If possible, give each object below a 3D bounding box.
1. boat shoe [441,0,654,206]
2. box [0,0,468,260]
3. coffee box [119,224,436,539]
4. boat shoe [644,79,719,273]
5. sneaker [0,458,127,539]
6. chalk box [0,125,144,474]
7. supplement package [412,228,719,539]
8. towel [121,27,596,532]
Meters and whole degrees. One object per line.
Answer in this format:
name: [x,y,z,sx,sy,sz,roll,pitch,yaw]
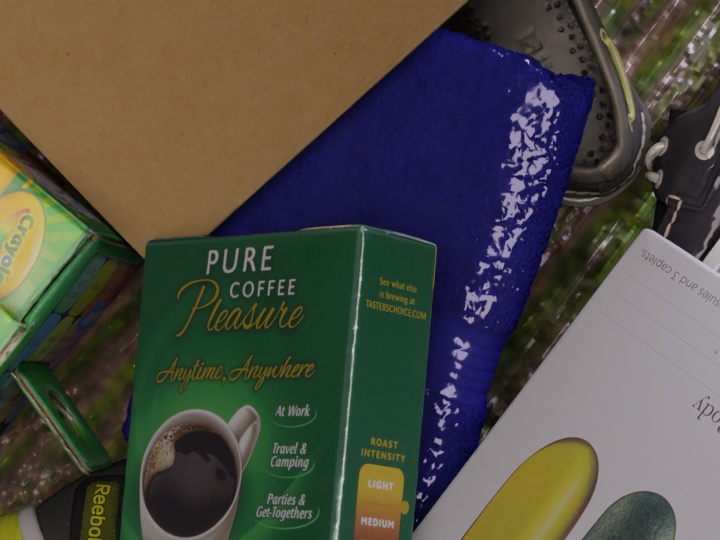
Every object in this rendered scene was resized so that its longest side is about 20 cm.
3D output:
boat shoe: [0.048,-0.117,1.052,0.072,0.060,0.202,-33,86,2]
box: [-0.060,-0.118,0.984,0.200,0.021,0.164,-41,99,21]
coffee box: [-0.034,0.086,0.958,0.123,0.044,0.201,-6,77,47]
boat shoe: [0.145,-0.047,1.037,0.060,0.074,0.201,35,96,14]
sneaker: [-0.062,0.161,1.036,0.084,0.074,0.200,-36,86,0]
chalk box: [-0.167,0.001,1.027,0.200,0.124,0.124,39,90,3]
supplement package: [0.123,0.126,0.961,0.200,0.151,0.152,-52,45,0]
towel: [0.000,0.000,1.027,0.147,0.049,0.201,23,99,27]
